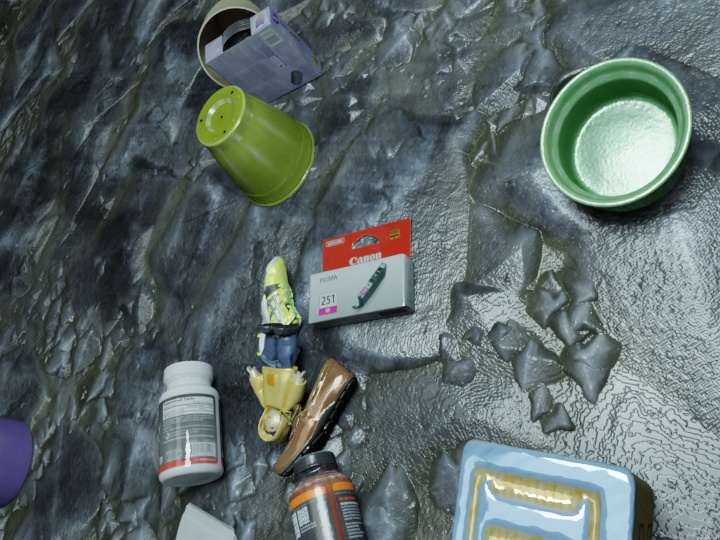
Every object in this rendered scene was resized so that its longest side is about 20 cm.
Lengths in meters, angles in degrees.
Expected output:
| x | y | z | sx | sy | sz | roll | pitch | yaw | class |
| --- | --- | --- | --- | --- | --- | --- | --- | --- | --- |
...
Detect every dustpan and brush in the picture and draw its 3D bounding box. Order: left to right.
| x | y | z | sx | sy | sz | roll | pitch | yaw | class |
| --- | --- | --- | --- | --- | --- | --- | --- | --- | --- |
| -0.282 | 0.528 | 1.033 | 0.137 | 0.057 | 0.204 | 9 | 69 | 36 | dustpan and brush |

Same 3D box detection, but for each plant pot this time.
| x | y | z | sx | sy | sz | roll | pitch | yaw | class |
| --- | --- | --- | --- | --- | --- | --- | --- | --- | --- |
| -0.289 | -0.562 | 1.416 | 0.185 | 0.187 | 0.203 | -32 | 42 | 17 | plant pot |
| -0.224 | -0.265 | 1.226 | 0.196 | 0.192 | 0.206 | -12 | 64 | 27 | plant pot |

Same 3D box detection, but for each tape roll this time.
| x | y | z | sx | sy | sz | roll | pitch | yaw | class |
| --- | --- | --- | --- | --- | --- | --- | --- | --- | --- |
| -0.875 | 0.452 | 1.423 | 0.195 | 0.085 | 0.206 | -13 | 65 | 28 | tape roll |

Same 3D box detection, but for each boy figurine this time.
| x | y | z | sx | sy | sz | roll | pitch | yaw | class |
| --- | --- | --- | --- | --- | --- | --- | --- | --- | --- |
| -0.148 | 0.194 | 1.036 | 0.121 | 0.064 | 0.207 | 6 | 93 | 28 | boy figurine |

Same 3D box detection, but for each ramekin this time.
| x | y | z | sx | sy | sz | roll | pitch | yaw | class |
| --- | --- | --- | --- | --- | --- | --- | --- | --- | --- |
| 0.363 | -0.181 | 0.848 | 0.196 | 0.097 | 0.207 | -6 | 79 | 36 | ramekin |

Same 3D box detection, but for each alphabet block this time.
| x | y | z | sx | sy | sz | roll | pitch | yaw | class |
| --- | --- | --- | --- | --- | --- | --- | --- | --- | --- |
| 0.224 | 0.320 | 0.691 | 0.191 | 0.199 | 0.202 | 3 | 71 | 34 | alphabet block |

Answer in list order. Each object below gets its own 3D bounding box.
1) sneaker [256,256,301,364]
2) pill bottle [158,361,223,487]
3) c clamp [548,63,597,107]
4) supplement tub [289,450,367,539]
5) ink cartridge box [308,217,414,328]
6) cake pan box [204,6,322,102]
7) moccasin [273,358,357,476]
| x | y | z | sx | sy | sz | roll | pitch | yaw | class |
| --- | --- | --- | --- | --- | --- | --- | --- | --- | --- |
| -0.144 | 0.075 | 1.118 | 0.074 | 0.075 | 0.206 | -7 | 77 | 22 | sneaker |
| -0.313 | 0.281 | 1.108 | 0.114 | 0.115 | 0.205 | -23 | 59 | 22 | pill bottle |
| 0.383 | -0.245 | 0.932 | 0.168 | 0.027 | 0.205 | -26 | 60 | 28 | c clamp |
| -0.047 | 0.381 | 0.900 | 0.105 | 0.106 | 0.204 | -29 | 57 | 19 | supplement tub |
| 0.000 | 0.000 | 1.066 | 0.195 | 0.043 | 0.179 | -12 | 66 | 29 | ink cartridge box |
| -0.208 | -0.450 | 1.287 | 0.181 | 0.199 | 0.054 | -20 | 65 | 26 | cake pan box |
| -0.085 | 0.243 | 0.994 | 0.077 | 0.074 | 0.205 | 28 | 87 | 23 | moccasin |
